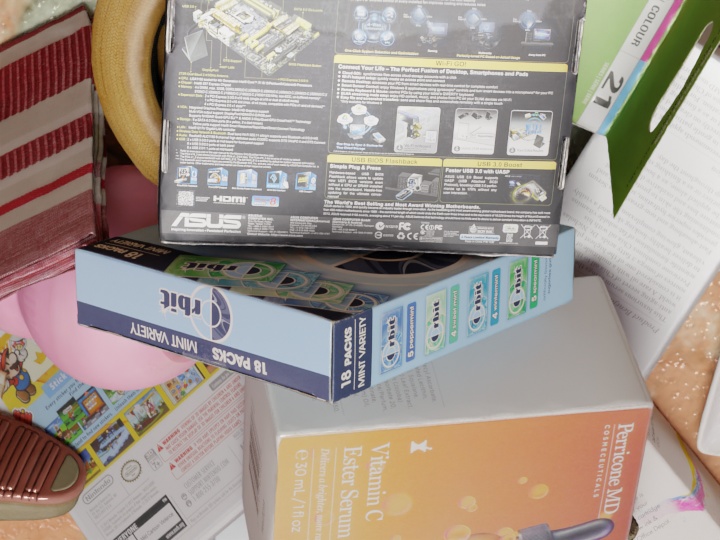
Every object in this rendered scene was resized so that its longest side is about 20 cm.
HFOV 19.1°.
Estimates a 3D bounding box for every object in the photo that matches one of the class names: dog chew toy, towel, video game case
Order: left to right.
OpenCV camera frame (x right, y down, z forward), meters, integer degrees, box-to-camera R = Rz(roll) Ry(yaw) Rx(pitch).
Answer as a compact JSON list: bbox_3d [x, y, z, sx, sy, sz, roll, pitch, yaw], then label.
[{"bbox_3d":[-0.200,-0.051,1.161,0.143,0.201,0.023,-24,132,14],"label":"towel"},{"bbox_3d":[-0.169,-0.011,1.201,0.199,0.124,0.125,20,122,30],"label":"dog chew toy"},{"bbox_3d":[-0.118,0.066,1.262,0.200,0.023,0.182,-41,79,24],"label":"video game case"}]

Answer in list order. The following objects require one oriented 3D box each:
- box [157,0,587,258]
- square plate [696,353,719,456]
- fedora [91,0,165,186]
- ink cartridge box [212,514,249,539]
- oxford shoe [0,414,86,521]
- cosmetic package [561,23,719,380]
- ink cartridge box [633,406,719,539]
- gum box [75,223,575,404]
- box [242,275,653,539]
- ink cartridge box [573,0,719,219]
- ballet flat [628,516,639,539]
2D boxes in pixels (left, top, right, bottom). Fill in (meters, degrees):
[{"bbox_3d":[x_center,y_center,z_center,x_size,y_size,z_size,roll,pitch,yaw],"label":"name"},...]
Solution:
[{"bbox_3d":[0.003,-0.090,1.026,0.199,0.049,0.162,2,116,-5],"label":"box"},{"bbox_3d":[0.313,0.033,1.265,0.197,0.028,0.201,8,118,-1],"label":"square plate"},{"bbox_3d":[-0.038,-0.123,1.080,0.199,0.082,0.202,-2,114,-4],"label":"fedora"},{"bbox_3d":[-0.033,0.184,1.284,0.161,0.201,0.057,-10,155,9],"label":"ink cartridge box"},{"bbox_3d":[-0.257,0.130,1.291,0.199,0.071,0.074,6,125,15],"label":"oxford shoe"},{"bbox_3d":[0.166,-0.039,1.200,0.101,0.071,0.201,33,116,5],"label":"cosmetic package"},{"bbox_3d":[0.147,0.140,1.308,0.117,0.067,0.200,-33,112,19],"label":"ink cartridge box"},{"bbox_3d":[-0.015,0.002,1.086,0.169,0.200,0.045,15,114,37],"label":"gum box"},{"bbox_3d":[0.041,0.099,1.154,0.199,0.107,0.153,-4,130,-9],"label":"box"},{"bbox_3d":[0.129,-0.141,1.089,0.075,0.200,0.148,25,116,-9],"label":"ink cartridge box"},{"bbox_3d":[0.064,0.182,1.241,0.199,0.068,0.076,-7,108,-13],"label":"ballet flat"}]
